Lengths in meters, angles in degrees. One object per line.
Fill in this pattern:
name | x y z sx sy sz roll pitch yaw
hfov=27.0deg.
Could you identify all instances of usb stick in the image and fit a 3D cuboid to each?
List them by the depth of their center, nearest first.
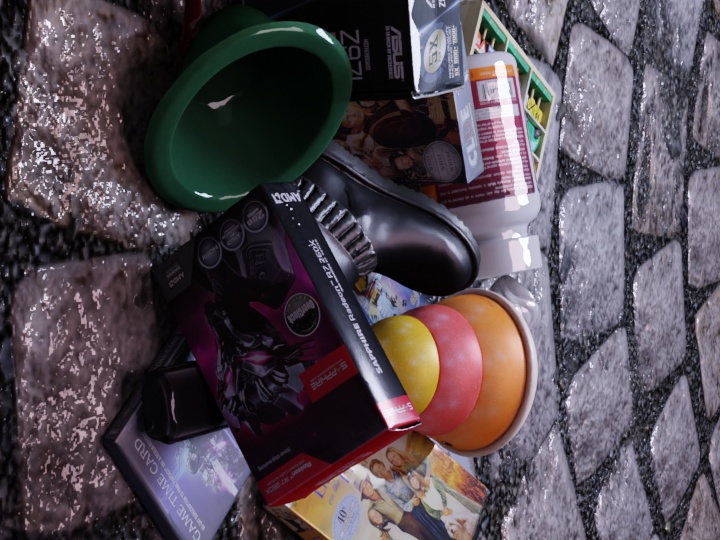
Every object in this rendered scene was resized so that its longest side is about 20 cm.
usb stick | -0.096 0.090 1.146 0.199 0.032 0.056 -9 90 -58

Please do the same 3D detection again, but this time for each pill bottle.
pill bottle | 0.108 -0.094 1.395 0.109 0.109 0.202 -10 91 -58

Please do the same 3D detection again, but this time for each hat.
hat | -0.112 -0.175 1.141 0.165 0.177 0.200 14 123 -48

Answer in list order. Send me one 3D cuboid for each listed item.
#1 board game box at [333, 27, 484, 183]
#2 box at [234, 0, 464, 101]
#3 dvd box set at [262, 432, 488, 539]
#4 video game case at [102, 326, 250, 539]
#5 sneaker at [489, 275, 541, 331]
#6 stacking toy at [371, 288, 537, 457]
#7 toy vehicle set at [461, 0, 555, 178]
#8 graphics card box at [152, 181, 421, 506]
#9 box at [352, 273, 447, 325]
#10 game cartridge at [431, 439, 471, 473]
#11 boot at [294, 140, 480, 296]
board game box | 0.024 -0.173 1.258 0.035 0.134 0.202 -37 122 -51
box | -0.012 -0.235 1.168 0.086 0.162 0.202 -20 109 -56
dvd box set | 0.018 0.196 1.301 0.200 0.029 0.147 42 52 -23
video game case | -0.114 0.104 1.163 0.201 0.019 0.144 -59 138 -37
sneaker | 0.120 0.083 1.470 0.080 0.070 0.201 -40 156 -23
stacking toy | 0.038 0.082 1.261 0.199 0.145 0.148 7 86 -41
toy vehicle set | 0.143 -0.175 1.554 0.200 0.026 0.125 39 60 -53
graphics card box | -0.056 0.052 1.075 0.051 0.125 0.201 -7 66 -56
box | 0.028 0.027 1.368 0.200 0.040 0.138 56 46 -44
game cartridge | 0.057 0.234 1.412 0.134 0.041 0.201 66 32 -31
boot | -0.002 0.001 1.211 0.210 0.079 0.159 30 46 -17
